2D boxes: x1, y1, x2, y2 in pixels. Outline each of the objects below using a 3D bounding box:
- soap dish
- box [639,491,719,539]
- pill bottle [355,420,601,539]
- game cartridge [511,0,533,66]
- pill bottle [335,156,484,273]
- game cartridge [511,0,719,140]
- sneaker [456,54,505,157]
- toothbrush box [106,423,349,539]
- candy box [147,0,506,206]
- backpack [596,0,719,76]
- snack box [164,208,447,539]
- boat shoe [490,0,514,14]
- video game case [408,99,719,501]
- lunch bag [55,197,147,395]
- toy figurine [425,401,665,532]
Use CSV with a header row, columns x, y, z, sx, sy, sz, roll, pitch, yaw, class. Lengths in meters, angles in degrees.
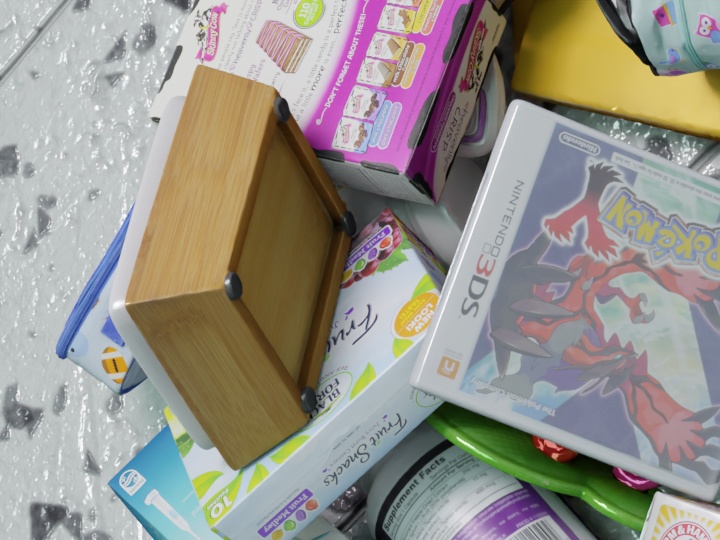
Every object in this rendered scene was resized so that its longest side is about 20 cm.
x,y,z,sx,sy,sz,roll,pitch,yaw,class
-0.073,-0.005,1.599,0.081,0.158,0.201,-8,45,23,soap dish
0.265,0.209,1.544,0.199,0.112,0.102,17,91,38,box
0.073,0.165,1.692,0.112,0.111,0.200,-52,56,16,pill bottle
0.186,-0.234,1.736,0.199,0.032,0.177,-11,75,33,game cartridge
0.000,0.000,1.776,0.199,0.113,0.113,-30,65,28,pill bottle
0.204,-0.179,1.669,0.199,0.032,0.177,17,91,36,game cartridge
0.058,-0.141,1.763,0.075,0.100,0.200,-36,47,10,sneaker
-0.057,0.199,1.746,0.085,0.147,0.200,-44,54,-10,toothbrush box
-0.022,-0.130,1.694,0.199,0.061,0.137,14,75,29,candy box
0.201,-0.218,1.558,0.126,0.167,0.201,-9,82,28,backpack
-0.023,0.071,1.641,0.200,0.053,0.142,-43,33,8,snack box
0.091,-0.204,1.733,0.063,0.200,0.073,-32,92,-6,boat shoe
0.151,0.019,1.564,0.023,0.199,0.183,176,115,-79,video game case
-0.133,-0.015,1.841,0.075,0.160,0.201,32,107,5,lunch bag
0.154,0.038,1.625,0.199,0.150,0.185,31,107,24,toy figurine
